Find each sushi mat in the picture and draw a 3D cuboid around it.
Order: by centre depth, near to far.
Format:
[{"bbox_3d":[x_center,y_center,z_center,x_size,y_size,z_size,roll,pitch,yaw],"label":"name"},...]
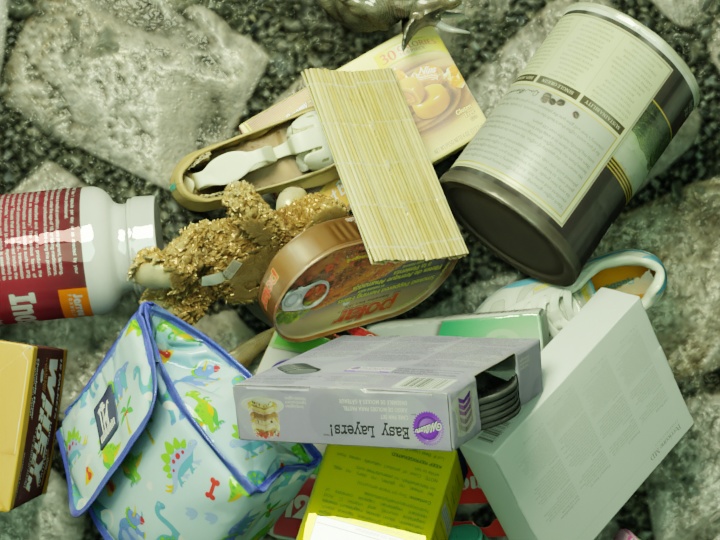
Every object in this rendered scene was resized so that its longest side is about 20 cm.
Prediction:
[{"bbox_3d":[0.019,-0.090,1.477,0.095,0.012,0.201,-2,58,-32],"label":"sushi mat"}]

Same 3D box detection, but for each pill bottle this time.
[{"bbox_3d":[-0.273,-0.013,1.526,0.198,0.113,0.114,-6,87,-2],"label":"pill bottle"}]

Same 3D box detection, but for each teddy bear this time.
[{"bbox_3d":[-0.105,-0.019,1.489,0.199,0.145,0.067,-33,49,6],"label":"teddy bear"}]

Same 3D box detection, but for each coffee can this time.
[{"bbox_3d":[0.181,-0.110,1.519,0.146,0.146,0.201,37,78,0],"label":"coffee can"}]

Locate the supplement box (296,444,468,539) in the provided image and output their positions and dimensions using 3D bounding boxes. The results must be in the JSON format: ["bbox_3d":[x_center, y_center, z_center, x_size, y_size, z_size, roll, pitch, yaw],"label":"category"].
[{"bbox_3d":[0.010,0.231,1.462,0.108,0.110,0.202,14,70,13],"label":"supplement box"}]

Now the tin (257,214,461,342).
[{"bbox_3d":[0.000,0.000,1.490,0.199,0.113,0.042,-14,47,-37],"label":"tin"}]

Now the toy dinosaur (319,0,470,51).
[{"bbox_3d":[-0.007,-0.244,1.541,0.199,0.103,0.077,16,59,40],"label":"toy dinosaur"}]

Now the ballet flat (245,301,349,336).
[{"bbox_3d":[-0.054,0.034,1.571,0.067,0.046,0.201,-41,83,24],"label":"ballet flat"}]

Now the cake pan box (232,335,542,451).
[{"bbox_3d":[0.029,0.093,1.386,0.198,0.184,0.053,-1,102,27],"label":"cake pan box"}]

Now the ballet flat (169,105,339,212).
[{"bbox_3d":[-0.069,-0.097,1.509,0.198,0.063,0.069,-22,88,-2],"label":"ballet flat"}]

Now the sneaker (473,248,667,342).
[{"bbox_3d":[0.178,0.033,1.558,0.199,0.081,0.077,-27,90,-2],"label":"sneaker"}]

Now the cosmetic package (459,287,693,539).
[{"bbox_3d":[0.186,0.137,1.484,0.200,0.051,0.151,-43,122,-24],"label":"cosmetic package"}]

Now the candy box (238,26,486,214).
[{"bbox_3d":[0.003,-0.125,1.572,0.199,0.055,0.116,-30,88,-3],"label":"candy box"}]

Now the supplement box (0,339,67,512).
[{"bbox_3d":[-0.364,0.117,1.472,0.195,0.200,0.134,8,87,-2],"label":"supplement box"}]

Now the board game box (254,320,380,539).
[{"bbox_3d":[-0.059,0.132,1.533,0.095,0.030,0.201,25,97,0],"label":"board game box"}]

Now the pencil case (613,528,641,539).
[{"bbox_3d":[0.199,0.325,1.543,0.087,0.087,0.200,43,85,0],"label":"pencil case"}]

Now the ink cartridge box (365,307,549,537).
[{"bbox_3d":[0.094,0.139,1.534,0.159,0.050,0.202,-6,91,18],"label":"ink cartridge box"}]

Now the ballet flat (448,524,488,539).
[{"bbox_3d":[0.019,0.271,1.546,0.198,0.067,0.071,-5,112,7],"label":"ballet flat"}]

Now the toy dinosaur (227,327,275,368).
[{"bbox_3d":[-0.139,0.098,1.564,0.101,0.058,0.201,37,94,-14],"label":"toy dinosaur"}]

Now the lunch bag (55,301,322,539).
[{"bbox_3d":[-0.160,0.152,1.469,0.200,0.127,0.170,49,122,18],"label":"lunch bag"}]
